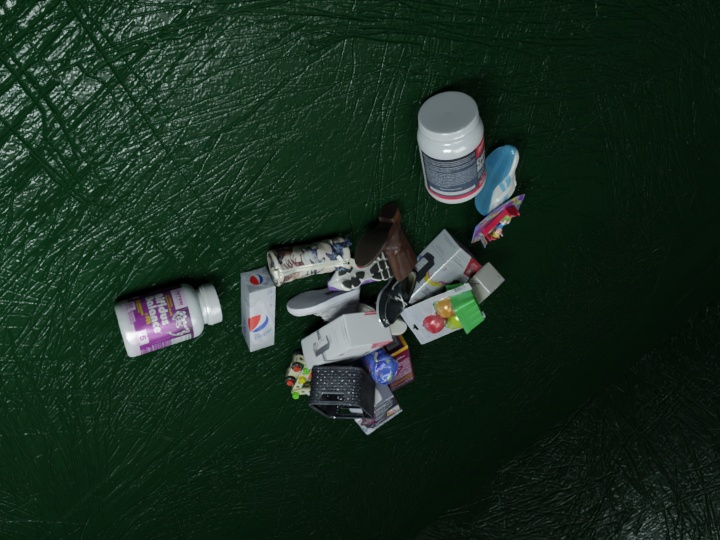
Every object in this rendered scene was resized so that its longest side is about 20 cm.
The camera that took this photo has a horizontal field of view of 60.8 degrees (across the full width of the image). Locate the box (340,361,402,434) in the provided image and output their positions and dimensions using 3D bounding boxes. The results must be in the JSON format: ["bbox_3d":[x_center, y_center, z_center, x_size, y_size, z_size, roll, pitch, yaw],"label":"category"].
[{"bbox_3d":[0.009,0.330,1.731,0.130,0.202,0.115,-32,142,-2],"label":"box"}]

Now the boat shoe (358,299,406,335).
[{"bbox_3d":[0.035,0.113,1.630,0.195,0.061,0.075,17,124,-22],"label":"boat shoe"}]

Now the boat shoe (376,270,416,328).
[{"bbox_3d":[0.091,0.063,1.509,0.059,0.202,0.077,-13,124,28],"label":"boat shoe"}]

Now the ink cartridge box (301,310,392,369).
[{"bbox_3d":[-0.036,0.173,1.523,0.143,0.087,0.199,-3,161,-39],"label":"ink cartridge box"}]

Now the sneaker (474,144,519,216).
[{"bbox_3d":[0.344,-0.228,1.503,0.079,0.077,0.202,-21,148,-27],"label":"sneaker"}]

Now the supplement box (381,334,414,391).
[{"bbox_3d":[0.088,0.248,1.778,0.084,0.111,0.202,-26,142,-8],"label":"supplement box"}]

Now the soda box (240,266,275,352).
[{"bbox_3d":[-0.234,0.091,1.400,0.062,0.069,0.203,-14,139,-23],"label":"soda box"}]

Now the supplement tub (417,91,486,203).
[{"bbox_3d":[0.193,-0.255,1.294,0.138,0.142,0.202,-29,143,-7],"label":"supplement tub"}]

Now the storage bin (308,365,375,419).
[{"bbox_3d":[-0.043,0.313,1.561,0.131,0.096,0.201,-2,158,13],"label":"storage bin"}]

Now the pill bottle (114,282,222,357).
[{"bbox_3d":[-0.387,0.092,1.247,0.196,0.113,0.114,-18,140,-22],"label":"pill bottle"}]

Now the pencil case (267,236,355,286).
[{"bbox_3d":[-0.112,-0.021,1.354,0.195,0.089,0.080,-12,108,-26],"label":"pencil case"}]

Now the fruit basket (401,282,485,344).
[{"bbox_3d":[0.220,0.112,1.633,0.196,0.096,0.186,-19,139,17],"label":"fruit basket"}]

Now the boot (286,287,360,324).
[{"bbox_3d":[-0.086,0.098,1.502,0.195,0.073,0.098,-15,123,-25],"label":"boot"}]

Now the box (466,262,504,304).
[{"bbox_3d":[0.314,0.065,1.724,0.082,0.069,0.201,-36,169,-35],"label":"box"}]

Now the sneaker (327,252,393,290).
[{"bbox_3d":[0.000,0.000,1.495,0.196,0.083,0.083,-16,177,-36],"label":"sneaker"}]

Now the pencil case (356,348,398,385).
[{"bbox_3d":[0.019,0.220,1.628,0.078,0.199,0.087,-44,133,-9],"label":"pencil case"}]

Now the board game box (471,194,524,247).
[{"bbox_3d":[0.367,-0.119,1.598,0.156,0.039,0.200,-34,165,-4],"label":"board game box"}]

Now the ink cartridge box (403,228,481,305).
[{"bbox_3d":[0.205,0.010,1.635,0.200,0.083,0.145,-46,142,13],"label":"ink cartridge box"}]

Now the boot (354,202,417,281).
[{"bbox_3d":[0.067,-0.026,1.446,0.188,0.063,0.202,-56,145,-25],"label":"boot"}]

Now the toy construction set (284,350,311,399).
[{"bbox_3d":[-0.133,0.272,1.651,0.128,0.093,0.204,14,117,-16],"label":"toy construction set"}]
